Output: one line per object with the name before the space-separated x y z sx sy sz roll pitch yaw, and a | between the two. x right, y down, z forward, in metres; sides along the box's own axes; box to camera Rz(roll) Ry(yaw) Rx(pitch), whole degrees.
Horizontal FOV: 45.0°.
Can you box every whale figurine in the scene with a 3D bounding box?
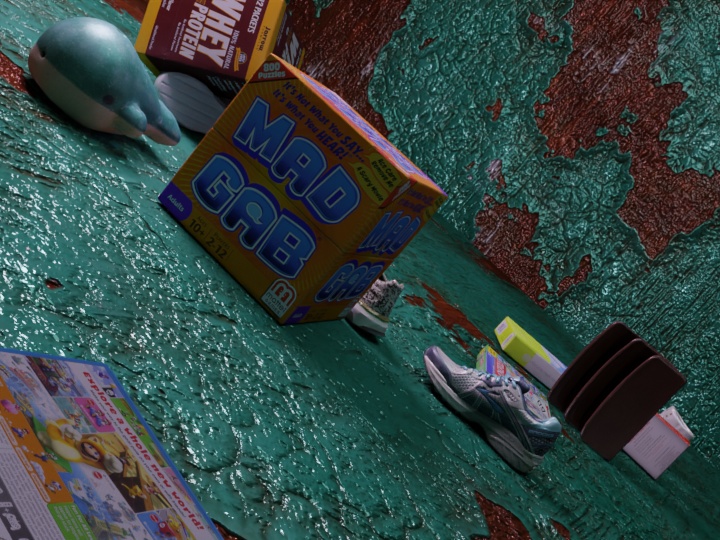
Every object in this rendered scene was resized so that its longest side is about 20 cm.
whale figurine | -0.277 -0.215 0.998 0.159 0.104 0.200 47 13 34

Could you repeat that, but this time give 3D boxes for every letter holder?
letter holder | 0.451 0.210 1.558 0.142 0.200 0.101 38 11 -10

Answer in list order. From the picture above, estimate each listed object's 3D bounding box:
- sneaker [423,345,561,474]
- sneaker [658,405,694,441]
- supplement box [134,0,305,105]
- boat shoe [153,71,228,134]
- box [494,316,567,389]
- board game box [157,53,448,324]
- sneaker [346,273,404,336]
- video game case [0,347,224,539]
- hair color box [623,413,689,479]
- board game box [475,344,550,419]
sneaker | 0.167 0.157 1.097 0.200 0.086 0.078 43 10 8
sneaker | 0.689 0.351 2.049 0.200 0.116 0.074 46 14 32
supplement box | -0.212 -0.342 1.356 0.199 0.133 0.197 16 -7 8
boat shoe | -0.249 -0.245 1.352 0.071 0.072 0.200 22 -6 44
box | 0.367 0.186 1.771 0.200 0.048 0.122 39 12 -8
board game box | -0.056 -0.082 0.976 0.200 0.200 0.200 44 11 14
sneaker | 0.000 0.000 1.138 0.077 0.089 0.200 29 15 -45
video game case | -0.165 0.088 0.415 0.143 0.018 0.200 46 12 29
hair color box | 0.559 0.317 1.774 0.200 0.102 0.061 45 12 16
board game box | 0.241 0.190 1.377 0.135 0.029 0.200 42 11 2
